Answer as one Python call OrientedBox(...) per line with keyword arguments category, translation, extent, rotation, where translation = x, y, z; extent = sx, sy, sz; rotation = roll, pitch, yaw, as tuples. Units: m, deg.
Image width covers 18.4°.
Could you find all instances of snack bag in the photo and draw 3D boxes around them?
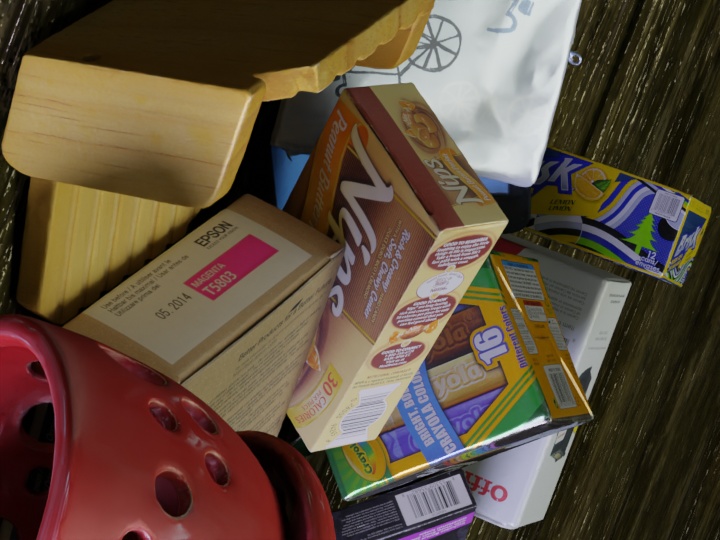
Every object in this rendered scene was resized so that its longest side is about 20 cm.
OrientedBox(category="snack bag", translation=(0.050, -0.154, 1.346), extent=(0.188, 0.021, 0.200), rotation=(7, 103, -24))

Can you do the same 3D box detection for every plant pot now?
OrientedBox(category="plant pot", translation=(-0.123, 0.142, 1.051), extent=(0.182, 0.200, 0.201), rotation=(25, 86, -33))

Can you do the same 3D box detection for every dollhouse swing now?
OrientedBox(category="dollhouse swing", translation=(-0.067, -0.059, 1.149), extent=(0.200, 0.182, 0.176), rotation=(-40, 135, -51))

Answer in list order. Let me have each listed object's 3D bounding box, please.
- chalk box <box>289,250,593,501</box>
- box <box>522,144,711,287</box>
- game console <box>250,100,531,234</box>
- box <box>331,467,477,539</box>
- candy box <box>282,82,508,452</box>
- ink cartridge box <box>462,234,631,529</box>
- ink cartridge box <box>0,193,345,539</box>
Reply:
OrientedBox(category="chalk box", translation=(0.036, 0.079, 1.518), extent=(0.125, 0.200, 0.124), rotation=(8, 62, -70))
OrientedBox(category="box", translation=(0.144, -0.053, 1.593), extent=(0.064, 0.200, 0.070), rotation=(-69, 159, 2))
OrientedBox(category="game console", translation=(0.025, -0.060, 1.428), extent=(0.200, 0.171, 0.118), rotation=(87, 6, -49))
OrientedBox(category="box", translation=(0.001, 0.210, 1.569), extent=(0.143, 0.036, 0.200), rotation=(-18, 157, -12))
OrientedBox(category="candy box", translation=(0.000, 0.000, 1.317), extent=(0.055, 0.115, 0.200), rotation=(-9, 143, -37))
OrientedBox(category="ink cartridge box", translation=(0.097, 0.075, 1.683), extent=(0.200, 0.146, 0.083), rotation=(-70, 161, 6))
OrientedBox(category="ink cartridge box", translation=(-0.105, 0.070, 1.252), extent=(0.200, 0.075, 0.165), rotation=(-39, 154, -52))
